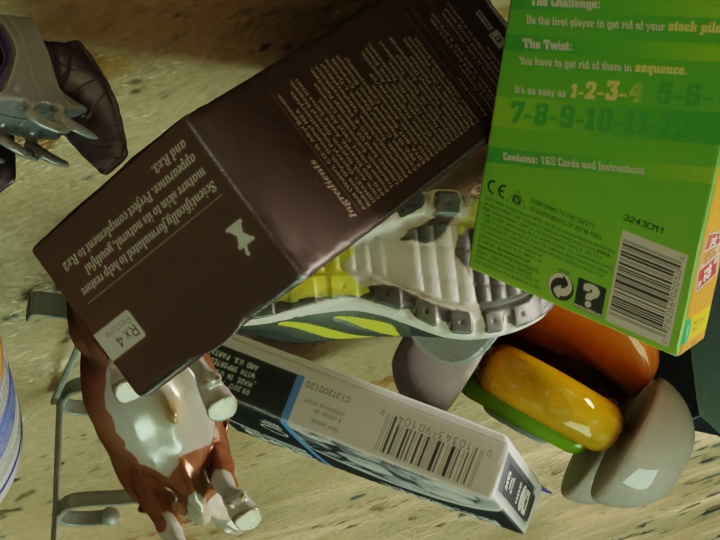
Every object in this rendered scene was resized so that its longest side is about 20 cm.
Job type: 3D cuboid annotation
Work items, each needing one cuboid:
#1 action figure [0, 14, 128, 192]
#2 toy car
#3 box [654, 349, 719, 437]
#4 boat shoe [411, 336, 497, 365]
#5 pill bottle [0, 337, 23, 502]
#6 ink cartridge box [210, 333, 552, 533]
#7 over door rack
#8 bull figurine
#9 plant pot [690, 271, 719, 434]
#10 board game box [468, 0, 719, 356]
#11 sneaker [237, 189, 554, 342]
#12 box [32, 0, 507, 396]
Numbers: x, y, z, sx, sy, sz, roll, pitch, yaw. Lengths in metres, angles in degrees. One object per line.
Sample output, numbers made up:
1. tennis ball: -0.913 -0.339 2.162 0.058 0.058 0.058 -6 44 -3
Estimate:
1. action figure: -0.169 -0.066 0.619 0.130 0.069 0.200 -26 160 30
2. toy car: 0.124 0.050 1.208 0.150 0.175 0.200 -62 -179 -7
3. box: 0.313 0.032 1.428 0.200 0.107 0.148 -28 162 19
4. boat shoe: 0.095 -0.034 1.042 0.200 0.072 0.071 -45 -174 30
5. pill bottle: -0.212 0.066 0.890 0.112 0.112 0.200 -18 163 -12
6. ink cartridge box: 0.007 0.101 1.166 0.198 0.043 0.200 19 170 17
7. over door rack: -0.141 0.112 1.040 0.067 0.148 0.200 0 161 -4
8. bull figurine: -0.092 0.074 0.944 0.065 0.121 0.200 -26 126 -10
9. plant pot: 0.325 0.041 1.185 0.196 0.200 0.196 -20 125 -7
10. board game box: 0.097 -0.076 0.710 0.030 0.095 0.200 -29 134 -46
11. sneaker: 0.000 0.000 1.002 0.200 0.075 0.085 4 169 -11
12. box: -0.020 -0.040 0.749 0.100 0.075 0.200 -35 -177 38
